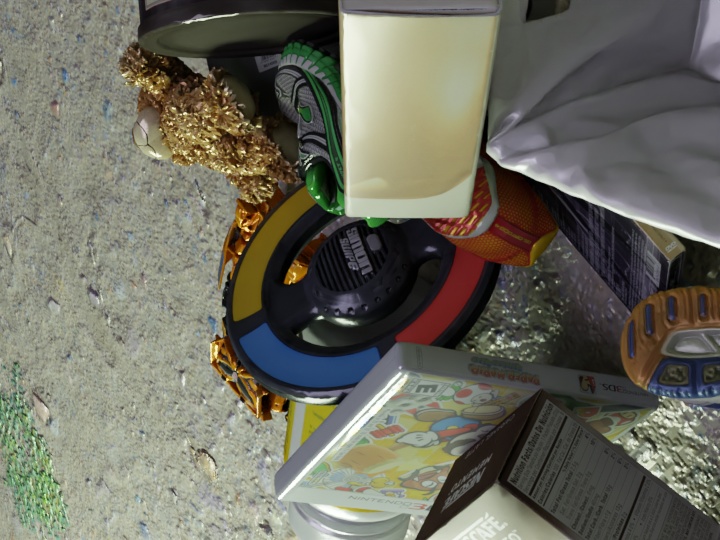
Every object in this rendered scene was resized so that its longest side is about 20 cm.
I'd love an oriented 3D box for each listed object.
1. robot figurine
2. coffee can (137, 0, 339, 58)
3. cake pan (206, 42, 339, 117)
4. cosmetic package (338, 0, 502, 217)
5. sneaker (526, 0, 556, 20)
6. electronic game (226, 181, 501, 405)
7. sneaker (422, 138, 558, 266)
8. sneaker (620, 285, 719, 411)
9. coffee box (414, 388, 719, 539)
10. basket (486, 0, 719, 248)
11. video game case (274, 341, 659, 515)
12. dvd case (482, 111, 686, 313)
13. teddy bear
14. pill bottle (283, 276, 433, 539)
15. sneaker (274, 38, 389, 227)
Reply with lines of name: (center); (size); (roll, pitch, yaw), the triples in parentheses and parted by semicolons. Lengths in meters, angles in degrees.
robot figurine: (-0.073, 0.035, 1.134); (0.145, 0.058, 0.201); (44, 136, 32)
coffee can: (-0.077, -0.249, 0.897); (0.146, 0.145, 0.202); (-6, 88, 53)
cake pan: (-0.053, -0.161, 1.034); (0.200, 0.037, 0.202); (27, 126, 43)
cosmetic package: (0.025, -0.113, 0.689); (0.200, 0.070, 0.106); (89, 180, -66)
sneaker: (0.066, -0.186, 0.835); (0.201, 0.079, 0.074); (60, 141, 11)
electronic game: (0.000, 0.000, 0.930); (0.199, 0.200, 0.042); (28, 162, 42)
sneaker: (0.059, -0.057, 0.890); (0.073, 0.077, 0.200); (-52, 31, 16)
sneaker: (0.242, 0.044, 0.737); (0.198, 0.088, 0.076); (6, 80, 30)
coffee box: (0.145, 0.178, 0.840); (0.199, 0.080, 0.114); (37, 139, -2)
basket: (0.181, -0.132, 0.644); (0.199, 0.160, 0.200); (27, 126, 44)
video game case: (0.063, 0.112, 0.907); (0.200, 0.180, 0.023); (129, 144, -49)
dvd case: (0.117, -0.057, 0.817); (0.200, 0.016, 0.149); (52, 176, 21)
teddy bear: (-0.114, -0.104, 1.020); (0.199, 0.067, 0.145); (25, 169, 41)
pill bottle: (0.002, 0.108, 1.027); (0.114, 0.114, 0.201); (38, 133, 35)
sneaker: (-0.018, -0.088, 0.883); (0.086, 0.078, 0.200); (-57, 25, 5)
